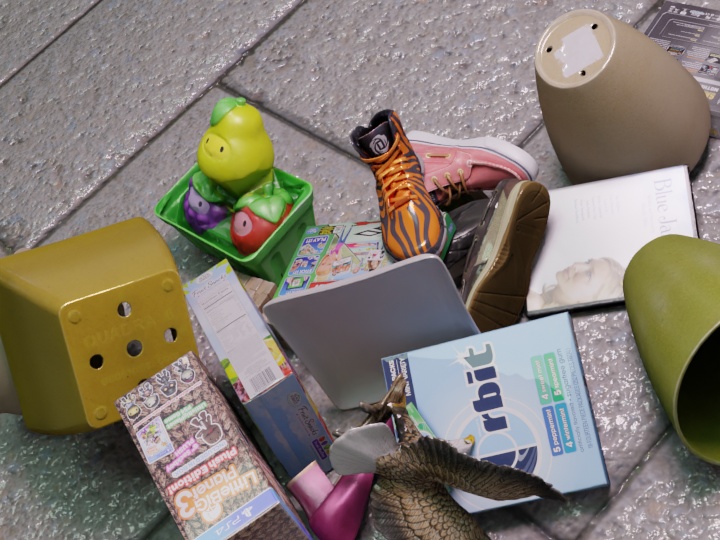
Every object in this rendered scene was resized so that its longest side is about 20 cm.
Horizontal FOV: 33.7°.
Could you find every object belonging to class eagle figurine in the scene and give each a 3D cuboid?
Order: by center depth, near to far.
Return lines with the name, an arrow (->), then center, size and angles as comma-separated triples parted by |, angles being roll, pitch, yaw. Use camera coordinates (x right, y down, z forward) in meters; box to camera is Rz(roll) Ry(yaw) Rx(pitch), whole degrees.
eagle figurine -> 0.075, 0.197, 1.112 | 0.150, 0.152, 0.200 | -37, 66, -15

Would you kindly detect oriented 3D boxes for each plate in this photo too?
plate -> 0.026, 0.062, 1.246 | 0.197, 0.200, 0.033 | -16, 46, 19

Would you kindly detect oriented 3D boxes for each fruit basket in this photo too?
fruit basket -> -0.159, -0.103, 1.486 | 0.214, 0.217, 0.156 | 26, 65, 38

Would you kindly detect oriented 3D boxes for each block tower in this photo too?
block tower -> -0.098, 0.054, 1.424 | 0.198, 0.054, 0.058 | 18, 60, 36

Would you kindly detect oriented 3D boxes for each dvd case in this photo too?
dvd case -> 0.272, -0.030, 1.311 | 0.197, 0.018, 0.145 | -10, 70, 18

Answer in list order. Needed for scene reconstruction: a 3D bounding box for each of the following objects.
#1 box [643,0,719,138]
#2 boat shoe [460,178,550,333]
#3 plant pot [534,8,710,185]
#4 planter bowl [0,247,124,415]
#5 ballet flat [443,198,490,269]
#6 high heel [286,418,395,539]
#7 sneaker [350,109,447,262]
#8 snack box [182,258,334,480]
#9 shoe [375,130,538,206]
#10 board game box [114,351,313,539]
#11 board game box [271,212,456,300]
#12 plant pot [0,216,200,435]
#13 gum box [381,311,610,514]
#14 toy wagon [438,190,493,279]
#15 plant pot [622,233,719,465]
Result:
box -> 0.423, -0.240, 1.434 | 0.198, 0.049, 0.159 | 20, 64, 37
boat shoe -> 0.150, -0.005, 1.320 | 0.065, 0.073, 0.203 | 26, 93, 56
plant pot -> 0.274, -0.199, 1.328 | 0.185, 0.200, 0.190 | -13, 63, 27
planter bowl -> -0.364, 0.084, 1.447 | 0.132, 0.202, 0.202 | 10, 52, -1
ballet flat -> 0.087, -0.011, 1.364 | 0.199, 0.057, 0.066 | -41, 30, -7
high heel -> 0.024, 0.207, 1.250 | 0.199, 0.068, 0.096 | -38, 74, -13
sneaker -> 0.032, -0.098, 1.305 | 0.077, 0.112, 0.202 | -26, 42, 9
snack box -> -0.108, 0.112, 1.299 | 0.067, 0.170, 0.200 | -31, 46, -7
shoe -> 0.110, -0.105, 1.401 | 0.198, 0.072, 0.092 | 14, 60, 40
board game box -> -0.144, 0.213, 1.212 | 0.096, 0.160, 0.201 | -33, 58, -5
board game box -> 0.000, 0.000, 1.346 | 0.197, 0.029, 0.136 | -5, 45, 34
plant pot -> -0.274, 0.071, 1.300 | 0.198, 0.203, 0.176 | -19, 16, -26
gum box -> 0.133, 0.150, 1.191 | 0.197, 0.045, 0.173 | -14, 75, 14
toy wagon -> 0.088, -0.072, 1.455 | 0.154, 0.040, 0.200 | -34, 45, -6
plant pot -> 0.340, 0.053, 1.152 | 0.185, 0.189, 0.201 | -28, 32, 0
